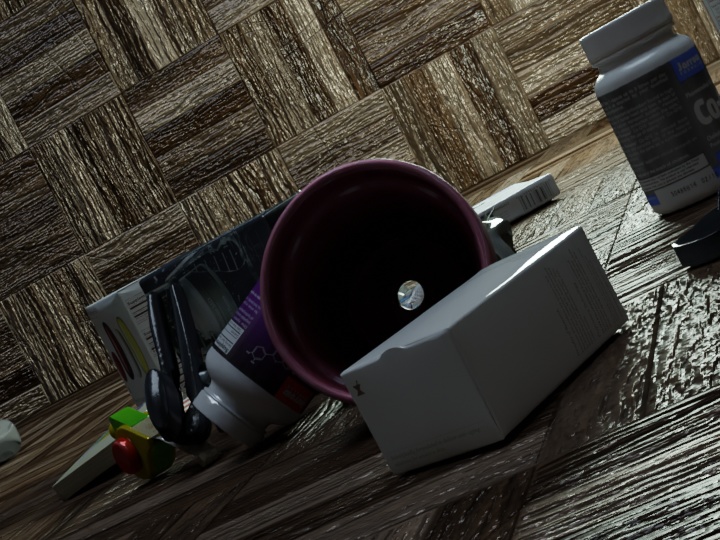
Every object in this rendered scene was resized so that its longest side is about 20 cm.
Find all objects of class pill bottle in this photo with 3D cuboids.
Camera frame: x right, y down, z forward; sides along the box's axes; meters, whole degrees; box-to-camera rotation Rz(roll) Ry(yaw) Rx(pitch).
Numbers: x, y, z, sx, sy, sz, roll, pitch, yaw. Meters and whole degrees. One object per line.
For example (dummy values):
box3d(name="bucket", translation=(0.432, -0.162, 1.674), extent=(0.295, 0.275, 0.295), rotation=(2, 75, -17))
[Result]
box3d(name="pill bottle", translation=(0.312, -0.171, 1.376), extent=(0.113, 0.202, 0.114), rotation=(-27, 5, 2))
box3d(name="pill bottle", translation=(-0.075, 0.071, 1.307), extent=(0.201, 0.112, 0.112), rotation=(-55, 6, -3))

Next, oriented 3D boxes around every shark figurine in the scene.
box3d(name="shark figurine", translation=(0.148, -0.013, 1.380), extent=(0.129, 0.089, 0.215), rotation=(-56, -4, -17))

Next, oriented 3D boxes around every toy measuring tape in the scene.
box3d(name="toy measuring tape", translation=(-0.211, 0.199, 1.438), extent=(0.073, 0.074, 0.199), rotation=(-31, 28, -34))

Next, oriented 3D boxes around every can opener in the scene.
box3d(name="can opener", translation=(-0.192, 0.096, 1.408), extent=(0.063, 0.202, 0.079), rotation=(-12, -38, 3))

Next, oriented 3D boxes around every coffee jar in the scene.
box3d(name="coffee jar", translation=(-0.786, 0.371, 2.784), extent=(0.104, 0.086, 0.199), rotation=(-27, 2, -36))

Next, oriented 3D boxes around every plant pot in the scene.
box3d(name="plant pot", translation=(0.029, 0.019, 1.158), extent=(0.198, 0.202, 0.179), rotation=(-27, -12, 8))

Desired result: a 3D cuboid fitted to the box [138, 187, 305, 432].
box3d(name="box", translation=(-0.108, 0.045, 1.506), extent=(0.195, 0.201, 0.124), rotation=(-25, 6, 32))

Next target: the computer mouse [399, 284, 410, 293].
box3d(name="computer mouse", translation=(0.000, 0.000, 1.456), extent=(0.034, 0.200, 0.059), rotation=(-46, 5, 13))

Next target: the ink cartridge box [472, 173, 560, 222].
box3d(name="ink cartridge box", translation=(0.204, -0.086, 2.142), extent=(0.198, 0.041, 0.200), rotation=(-29, 4, -8))

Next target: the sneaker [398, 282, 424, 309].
box3d(name="sneaker", translation=(0.057, 0.057, 1.306), extent=(0.200, 0.078, 0.086), rotation=(-34, 10, 49))

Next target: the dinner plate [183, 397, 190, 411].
box3d(name="dinner plate", translation=(-0.187, 0.167, 1.778), extent=(0.199, 0.024, 0.200), rotation=(-29, 4, 2))

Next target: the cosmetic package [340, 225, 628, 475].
box3d(name="cosmetic package", translation=(0.091, 0.052, 0.936), extent=(0.107, 0.085, 0.200), rotation=(-25, 6, 42))

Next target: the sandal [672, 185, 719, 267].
box3d(name="sandal", translation=(0.324, -0.065, 1.101), extent=(0.199, 0.043, 0.076), rotation=(-32, 6, -42))

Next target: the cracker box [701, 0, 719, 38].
box3d(name="cracker box", translation=(0.446, -0.250, 1.446), extent=(0.057, 0.202, 0.134), rotation=(-24, 5, 38))

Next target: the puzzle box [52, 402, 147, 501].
box3d(name="puzzle box", translation=(-0.313, 0.220, 1.744), extent=(0.133, 0.026, 0.200), rotation=(-37, 5, 16))

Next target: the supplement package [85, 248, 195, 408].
box3d(name="supplement package", translation=(-0.293, 0.101, 2.034), extent=(0.146, 0.202, 0.191), rotation=(-30, 4, -27))
